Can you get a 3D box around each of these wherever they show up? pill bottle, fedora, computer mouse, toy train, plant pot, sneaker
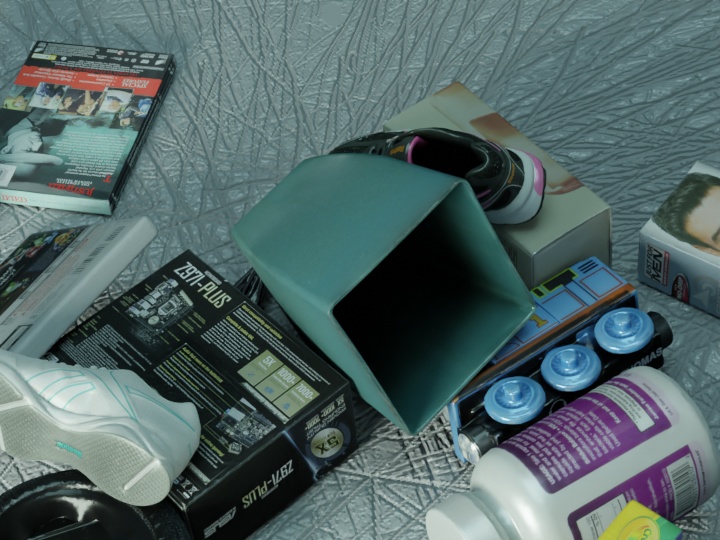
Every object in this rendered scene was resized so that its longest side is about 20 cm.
[{"bbox_3d":[0.150,0.160,1.305,0.199,0.113,0.112,-27,50,-19],"label":"pill bottle"},{"bbox_3d":[-0.199,0.239,1.280,0.198,0.092,0.202,-4,43,4],"label":"fedora"},{"bbox_3d":[-0.004,0.006,1.508,0.198,0.046,0.141,7,55,26],"label":"computer mouse"},{"bbox_3d":[0.144,0.077,1.406,0.199,0.087,0.114,-30,42,-18],"label":"toy train"},{"bbox_3d":[0.000,0.000,1.390,0.141,0.142,0.199,-44,37,-15],"label":"plant pot"},{"bbox_3d":[-0.206,0.100,1.315,0.199,0.071,0.080,24,38,15],"label":"sneaker"},{"bbox_3d":[0.045,-0.086,1.438,0.198,0.086,0.081,-1,74,35],"label":"sneaker"}]

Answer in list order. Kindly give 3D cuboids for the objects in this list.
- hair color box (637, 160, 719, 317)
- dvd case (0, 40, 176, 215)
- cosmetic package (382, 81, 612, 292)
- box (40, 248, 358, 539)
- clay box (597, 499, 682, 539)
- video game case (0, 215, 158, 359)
[{"bbox_3d":[0.334,-0.004,1.473,0.199,0.061,0.099,26,55,27],"label":"hair color box"},{"bbox_3d":[-0.266,-0.135,1.682,0.144,0.022,0.201,6,47,12],"label":"dvd case"},{"bbox_3d":[0.113,-0.055,1.515,0.087,0.104,0.200,-30,53,-20],"label":"cosmetic package"},{"bbox_3d":[-0.128,0.103,1.402,0.163,0.087,0.200,-37,54,-24],"label":"box"},{"bbox_3d":[0.139,0.260,1.211,0.047,0.115,0.200,28,56,27],"label":"clay box"},{"bbox_3d":[-0.276,0.033,1.465,0.181,0.023,0.200,-6,36,48],"label":"video game case"}]
